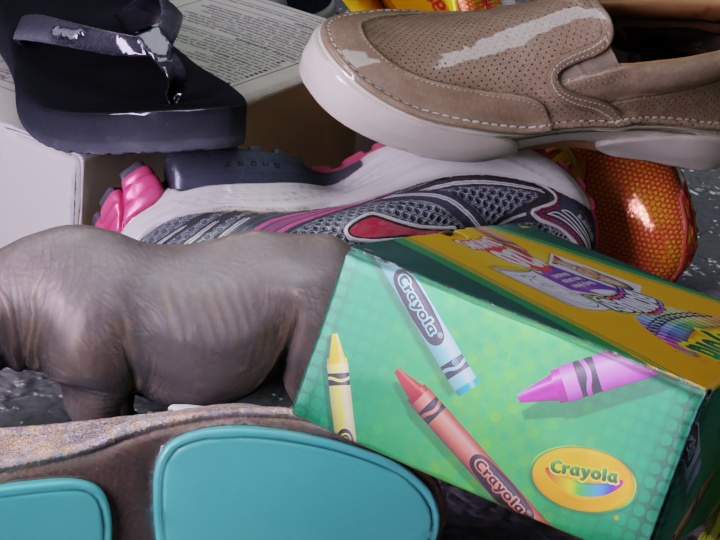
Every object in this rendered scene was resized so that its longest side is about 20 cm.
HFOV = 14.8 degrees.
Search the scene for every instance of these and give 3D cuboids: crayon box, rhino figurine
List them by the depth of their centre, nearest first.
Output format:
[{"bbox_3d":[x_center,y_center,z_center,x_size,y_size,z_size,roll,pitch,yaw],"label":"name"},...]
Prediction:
[{"bbox_3d":[0.070,0.034,0.904,0.119,0.058,0.200,22,9,16],"label":"crayon box"},{"bbox_3d":[-0.084,0.026,0.932,0.200,0.087,0.060,1,24,-12],"label":"rhino figurine"}]

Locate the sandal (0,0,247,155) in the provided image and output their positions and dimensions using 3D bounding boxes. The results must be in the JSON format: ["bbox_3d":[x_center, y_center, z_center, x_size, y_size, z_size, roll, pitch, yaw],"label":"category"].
[{"bbox_3d":[-0.101,-0.086,1.045,0.076,0.043,0.200,-7,23,-22],"label":"sandal"}]

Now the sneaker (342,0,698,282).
[{"bbox_3d":[0.056,-0.065,1.128,0.200,0.073,0.077,47,37,12],"label":"sneaker"}]

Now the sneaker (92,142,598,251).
[{"bbox_3d":[0.000,0.000,1.042,0.200,0.081,0.075,-6,55,-25],"label":"sneaker"}]

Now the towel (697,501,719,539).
[{"bbox_3d":[0.206,0.081,0.889,0.200,0.086,0.018,-1,53,-15],"label":"towel"}]

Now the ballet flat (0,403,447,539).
[{"bbox_3d":[-0.074,0.068,0.872,0.200,0.068,0.067,0,18,-16],"label":"ballet flat"}]

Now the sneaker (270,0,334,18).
[{"bbox_3d":[-0.074,-0.134,1.293,0.075,0.085,0.200,15,26,20],"label":"sneaker"}]

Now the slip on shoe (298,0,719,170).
[{"bbox_3d":[0.071,-0.080,1.048,0.200,0.061,0.076,6,38,-29],"label":"slip on shoe"}]

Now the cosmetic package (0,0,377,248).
[{"bbox_3d":[-0.086,-0.052,1.124,0.105,0.071,0.200,22,28,33],"label":"cosmetic package"}]
